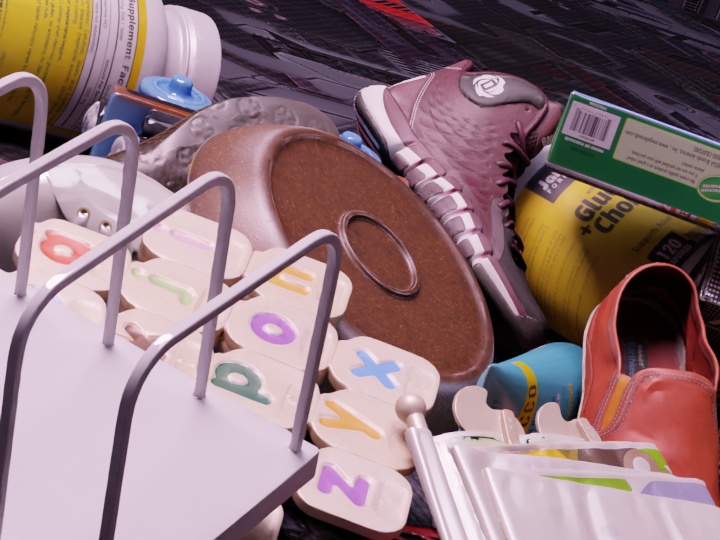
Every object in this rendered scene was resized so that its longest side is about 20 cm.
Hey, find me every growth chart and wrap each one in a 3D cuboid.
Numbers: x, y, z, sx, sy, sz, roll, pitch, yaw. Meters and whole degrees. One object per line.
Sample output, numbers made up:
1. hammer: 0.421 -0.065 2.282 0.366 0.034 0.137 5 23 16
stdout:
1. growth chart: 0.110 0.117 0.882 0.199 0.018 0.145 15 41 -24

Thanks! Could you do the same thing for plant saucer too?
1. plant saucer: 0.000 0.000 1.041 0.200 0.034 0.201 35 32 -25

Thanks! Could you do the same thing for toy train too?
1. toy train: -0.064 -0.047 1.193 0.199 0.087 0.114 18 22 -13

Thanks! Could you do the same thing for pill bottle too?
1. pill bottle: 0.146 -0.012 1.298 0.200 0.112 0.112 33 19 35
2. pill bottle: -0.191 -0.140 1.278 0.199 0.113 0.112 12 18 -33

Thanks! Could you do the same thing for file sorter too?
1. file sorter: -0.124 0.014 0.759 0.200 0.125 0.139 28 36 21

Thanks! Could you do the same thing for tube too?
1. tube: 0.075 0.070 1.012 0.050 0.078 0.200 16 10 17

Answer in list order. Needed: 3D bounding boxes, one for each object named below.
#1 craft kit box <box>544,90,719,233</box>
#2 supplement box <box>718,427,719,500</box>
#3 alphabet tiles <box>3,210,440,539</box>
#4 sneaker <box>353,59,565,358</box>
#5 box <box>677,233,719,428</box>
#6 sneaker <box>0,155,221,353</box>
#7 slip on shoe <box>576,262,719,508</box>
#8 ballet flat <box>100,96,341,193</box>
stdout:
1. craft kit box: 0.199 -0.040 1.121 0.199 0.049 0.198 21 6 6
2. supplement box: 0.249 0.132 0.952 0.109 0.109 0.200 14 16 -25
3. alphabet tiles: -0.066 0.045 0.882 0.195 0.015 0.200 21 36 -3
4. sneaker: 0.087 -0.051 1.237 0.200 0.115 0.076 59 -12 23
5. box: 0.253 0.067 1.122 0.199 0.044 0.160 21 -28 -2
6. sneaker: -0.096 -0.002 1.012 0.199 0.073 0.085 14 14 -29
7. slip on shoe: 0.140 0.075 0.991 0.074 0.061 0.200 12 45 -8
8. ballet flat: -0.097 -0.042 1.098 0.200 0.046 0.068 -23 79 -32
